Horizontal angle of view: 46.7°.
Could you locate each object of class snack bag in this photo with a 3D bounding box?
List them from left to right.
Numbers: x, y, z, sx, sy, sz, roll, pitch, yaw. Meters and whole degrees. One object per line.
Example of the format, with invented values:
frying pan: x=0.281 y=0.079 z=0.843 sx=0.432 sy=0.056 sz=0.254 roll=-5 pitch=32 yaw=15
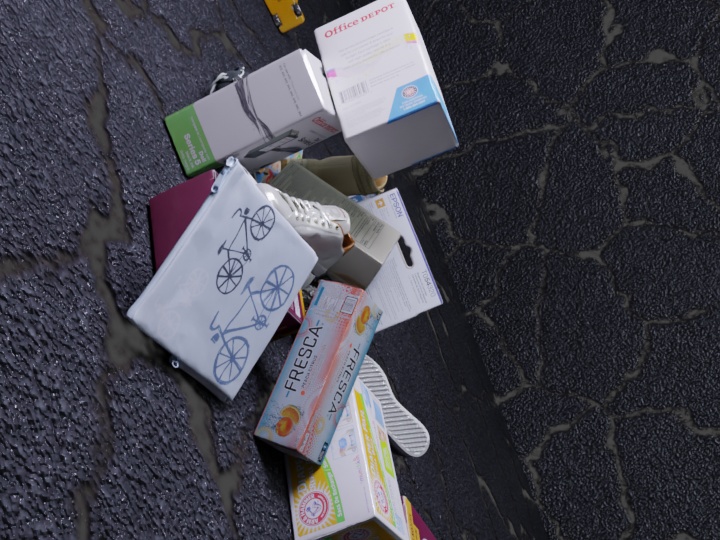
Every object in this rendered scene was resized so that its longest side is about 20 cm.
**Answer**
snack bag: x=-0.132 y=0.016 z=0.829 sx=0.189 sy=0.021 sz=0.200 roll=-59 pitch=146 yaw=-15

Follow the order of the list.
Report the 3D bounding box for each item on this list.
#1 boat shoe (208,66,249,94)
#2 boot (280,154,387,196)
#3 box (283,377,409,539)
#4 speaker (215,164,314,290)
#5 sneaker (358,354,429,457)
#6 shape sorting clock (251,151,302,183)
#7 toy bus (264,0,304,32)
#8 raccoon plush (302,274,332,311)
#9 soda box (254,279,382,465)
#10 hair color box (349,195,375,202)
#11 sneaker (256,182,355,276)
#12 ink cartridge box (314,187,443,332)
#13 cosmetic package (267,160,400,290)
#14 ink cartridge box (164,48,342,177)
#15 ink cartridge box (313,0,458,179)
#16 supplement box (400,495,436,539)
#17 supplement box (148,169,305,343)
boat shoe: x=-0.194 y=-0.260 z=1.225 sx=0.060 sy=0.075 sz=0.200 roll=49 pitch=10 yaw=-10
boot: x=-0.031 y=-0.135 z=1.342 sx=0.200 sy=0.154 sz=0.073 roll=54 pitch=32 yaw=-70
box: x=-0.023 y=0.236 z=1.002 sx=0.113 sy=0.101 sz=0.201 roll=53 pitch=19 yaw=-49
speaker: x=-0.132 y=-0.049 z=1.089 sx=0.200 sy=0.081 sz=0.082 roll=52 pitch=20 yaw=-49
sneaker: x=0.018 y=0.212 z=1.295 sx=0.201 sy=0.078 sz=0.079 roll=53 pitch=-29 yaw=-7
shape sorting clock: x=-0.127 y=-0.207 z=1.307 sx=0.200 sy=0.039 sz=0.202 roll=13 pitch=90 yaw=-72
toy bus: x=-0.197 y=-0.648 z=1.891 sx=0.201 sy=0.065 sz=0.078 roll=61 pitch=12 yaw=-25
raccoon plush: x=-0.077 y=0.090 z=1.161 sx=0.200 sy=0.133 sz=0.097 roll=-55 pitch=145 yaw=-38
soda box: x=-0.046 y=0.116 z=0.967 sx=0.068 sy=0.063 sz=0.201 roll=49 pitch=59 yaw=-54
hair color box: x=-0.024 y=-0.134 z=1.645 sx=0.200 sy=0.099 sz=0.061 roll=-75 pitch=142 yaw=-69
sneaker: x=-0.066 y=-0.066 z=1.022 sx=0.073 sy=0.084 sz=0.200 roll=59 pitch=6 yaw=28
ink cartridge box: x=0.000 y=0.000 z=1.290 sx=0.043 sy=0.199 sz=0.198 roll=130 pitch=-62 yaw=-82
cosmetic package: x=-0.050 y=-0.063 z=1.214 sx=0.199 sy=0.071 sz=0.105 roll=35 pitch=34 yaw=1
ink cartridge box: x=-0.127 y=-0.193 z=1.081 sx=0.085 sy=0.199 sz=0.145 roll=68 pitch=13 yaw=3
ink cartridge box: x=0.032 y=-0.250 z=1.096 sx=0.125 sy=0.128 sz=0.201 roll=44 pitch=29 yaw=-64
supplement box: x=0.056 y=0.402 z=1.047 sx=0.131 sy=0.103 sz=0.201 roll=-98 pitch=162 yaw=-51
supplement box: x=-0.145 y=-0.005 z=0.942 sx=0.200 sy=0.085 sz=0.111 roll=51 pitch=21 yaw=-54
